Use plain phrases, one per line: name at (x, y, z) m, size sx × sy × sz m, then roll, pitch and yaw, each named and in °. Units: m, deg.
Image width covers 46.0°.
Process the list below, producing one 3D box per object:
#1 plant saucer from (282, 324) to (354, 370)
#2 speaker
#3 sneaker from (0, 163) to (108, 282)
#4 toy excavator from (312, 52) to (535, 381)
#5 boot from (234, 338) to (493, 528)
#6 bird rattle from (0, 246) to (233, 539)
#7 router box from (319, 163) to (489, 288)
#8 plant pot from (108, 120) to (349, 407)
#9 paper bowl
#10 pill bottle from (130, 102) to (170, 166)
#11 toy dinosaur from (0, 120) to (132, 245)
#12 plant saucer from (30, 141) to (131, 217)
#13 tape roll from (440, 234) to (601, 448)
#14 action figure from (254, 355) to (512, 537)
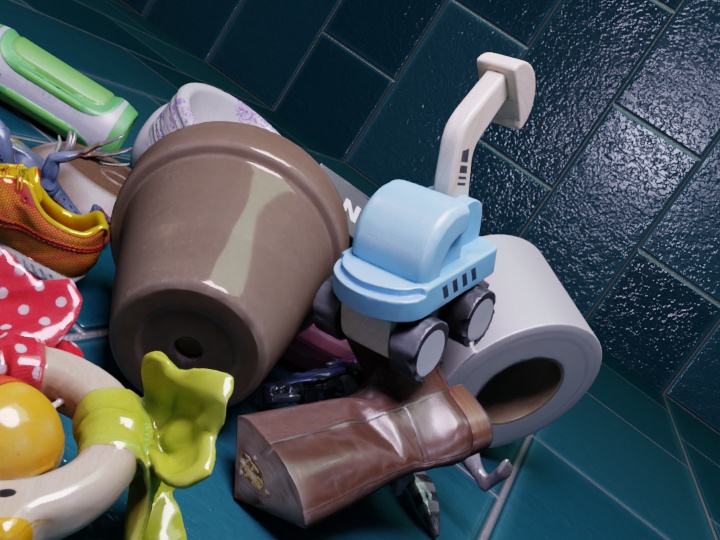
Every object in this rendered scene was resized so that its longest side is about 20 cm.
plant saucer at (-0.075, 0.045, 0.893) m, size 0.200 × 0.051 × 0.201 m, roll 35°, pitch 7°, yaw -5°
speaker at (-0.381, -0.219, 1.051) m, size 0.199 × 0.089 × 0.089 m, roll 32°, pitch 11°, yaw -15°
sneaker at (-0.290, -0.060, 0.650) m, size 0.199 × 0.078 × 0.073 m, roll 25°, pitch 15°, yaw -34°
toy excavator at (0.062, -0.047, 0.639) m, size 0.099 × 0.202 × 0.194 m, roll 26°, pitch 36°, yaw 32°
boot at (-0.025, 0.096, 0.634) m, size 0.198 × 0.065 × 0.186 m, roll -12°, pitch 38°, yaw -36°
bird rattle at (-0.167, 0.067, 0.422) m, size 0.199 × 0.113 × 0.163 m, roll 34°, pitch 26°, yaw 13°
router box at (0.000, 0.000, 0.806) m, size 0.199 × 0.051 × 0.149 m, roll 34°, pitch -32°, yaw -15°
plant pot at (-0.115, 0.009, 0.653) m, size 0.199 × 0.201 × 0.175 m, roll 32°, pitch 29°, yaw -13°
paper bowl at (-0.155, -0.109, 0.976) m, size 0.200 × 0.104 × 0.201 m, roll 39°, pitch 21°, yaw -19°
pill bottle at (-0.195, -0.124, 1.123) m, size 0.199 × 0.113 × 0.112 m, roll 36°, pitch 11°, yaw 7°
toy dinosaur at (-0.311, -0.089, 0.781) m, size 0.183 × 0.198 × 0.105 m, roll 67°, pitch -12°, yaw -16°
plant saucer at (-0.273, -0.087, 0.930) m, size 0.199 × 0.037 × 0.201 m, roll 33°, pitch 11°, yaw -7°
tape roll at (0.145, 0.082, 0.936) m, size 0.202 × 0.203 × 0.140 m, roll 25°, pitch 29°, yaw -40°
action figure at (0.006, 0.136, 0.740) m, size 0.198 × 0.106 × 0.193 m, roll -5°, pitch 24°, yaw -29°
